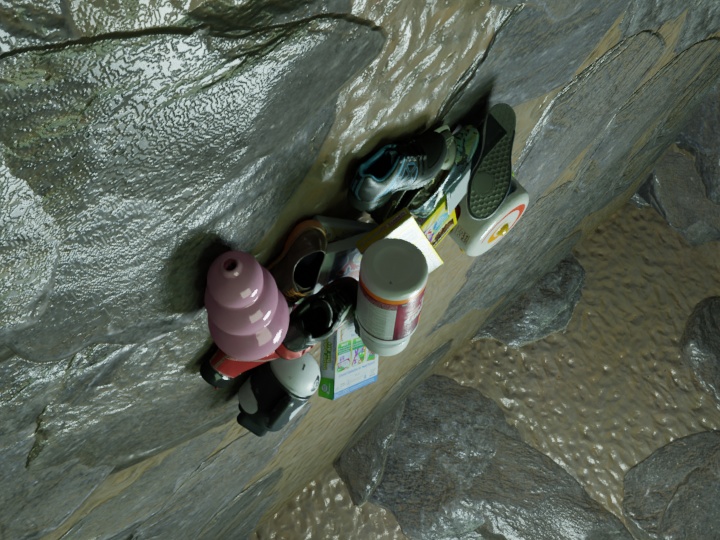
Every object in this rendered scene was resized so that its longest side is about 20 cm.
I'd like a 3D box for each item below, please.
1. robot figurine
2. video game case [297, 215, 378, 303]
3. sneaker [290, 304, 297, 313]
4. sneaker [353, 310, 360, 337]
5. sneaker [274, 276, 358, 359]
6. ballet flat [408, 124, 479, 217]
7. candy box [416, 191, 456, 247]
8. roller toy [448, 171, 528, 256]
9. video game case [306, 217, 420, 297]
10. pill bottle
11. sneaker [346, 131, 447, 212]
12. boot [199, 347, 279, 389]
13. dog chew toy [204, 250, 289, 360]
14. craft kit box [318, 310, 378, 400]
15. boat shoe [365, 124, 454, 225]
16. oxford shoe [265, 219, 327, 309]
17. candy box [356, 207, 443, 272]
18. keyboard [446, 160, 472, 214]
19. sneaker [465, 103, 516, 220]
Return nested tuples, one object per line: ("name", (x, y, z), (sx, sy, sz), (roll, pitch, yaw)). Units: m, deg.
("robot figurine", (-0.166, 0.242, 1.528), (0.201, 0.151, 0.124), (-48, 149, 17))
("video game case", (-0.059, -0.012, 1.294), (0.198, 0.023, 0.183), (3, 132, -53))
("sneaker", (-0.047, 0.057, 1.458), (0.197, 0.081, 0.087), (-31, 171, -19))
("sneaker", (0.056, 0.055, 1.572), (0.067, 0.089, 0.202), (53, 55, -32))
("sneaker", (-0.054, 0.065, 1.212), (0.199, 0.072, 0.098), (-37, 180, -39))
("ballet flat", (0.138, -0.176, 1.354), (0.074, 0.074, 0.202), (-19, 147, -52))
("candy box", (0.112, -0.055, 1.459), (0.200, 0.026, 0.103), (-47, 148, -14))
("roller toy", (0.261, -0.128, 1.608), (0.200, 0.140, 0.182), (-47, 162, 14))
("video game case", (0.000, 0.000, 1.319), (0.196, 0.023, 0.184), (-19, 148, -26))
("pill bottle", (0.047, 0.049, 1.222), (0.109, 0.110, 0.202), (-35, 153, -23))
("sneaker", (0.067, -0.167, 1.187), (0.198, 0.073, 0.083), (-37, 161, -24))
("boot", (-0.196, 0.153, 1.354), (0.145, 0.073, 0.198), (-48, 154, 17))
("dog chew toy", (-0.168, 0.044, 1.083), (0.124, 0.125, 0.202), (-36, 154, -18))
("craft kit box", (-0.019, 0.152, 1.608), (0.199, 0.047, 0.204), (-8, 106, -62))
("boat shoe", (0.091, -0.157, 1.286), (0.202, 0.060, 0.072), (-46, 163, 7))
("oxford shoe", (-0.111, 0.020, 1.185), (0.070, 0.074, 0.202), (12, 124, -27))
("candy box", (0.071, -0.028, 1.282), (0.101, 0.027, 0.200), (-33, 151, 6))
("keyboard", (0.220, -0.194, 1.477), (0.201, 0.010, 0.057), (-51, 155, -28))
("sneaker", (0.227, -0.183, 1.377), (0.146, 0.075, 0.208), (139, -33, -83))
